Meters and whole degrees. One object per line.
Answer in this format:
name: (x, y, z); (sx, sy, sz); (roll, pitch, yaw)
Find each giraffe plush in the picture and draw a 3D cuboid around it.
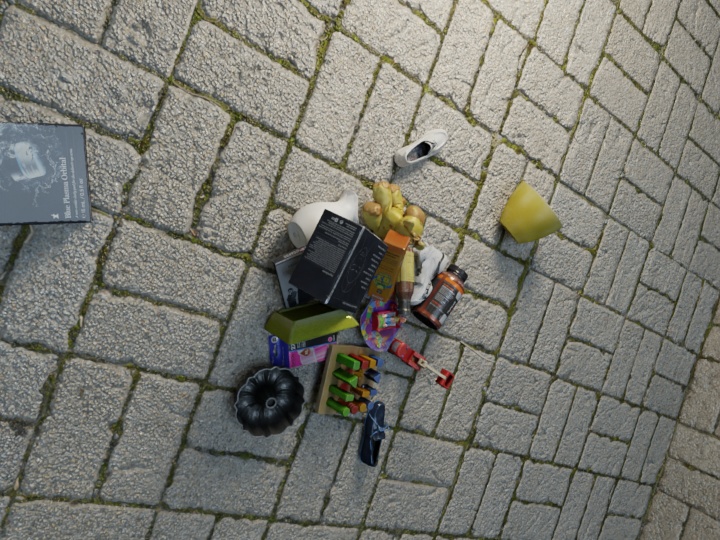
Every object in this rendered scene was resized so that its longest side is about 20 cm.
giraffe plush: (0.109, -0.136, 1.464); (0.171, 0.161, 0.203); (7, 99, -52)

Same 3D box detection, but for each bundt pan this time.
bundt pan: (-0.252, 0.342, 1.408); (0.199, 0.076, 0.206); (-7, 106, -27)

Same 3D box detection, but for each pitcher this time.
pitcher: (-0.087, -0.107, 1.412); (0.199, 0.120, 0.174); (-29, 112, -34)

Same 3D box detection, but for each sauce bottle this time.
sauce bottle: (0.129, 0.032, 1.561); (0.065, 0.066, 0.204); (6, 82, -30)

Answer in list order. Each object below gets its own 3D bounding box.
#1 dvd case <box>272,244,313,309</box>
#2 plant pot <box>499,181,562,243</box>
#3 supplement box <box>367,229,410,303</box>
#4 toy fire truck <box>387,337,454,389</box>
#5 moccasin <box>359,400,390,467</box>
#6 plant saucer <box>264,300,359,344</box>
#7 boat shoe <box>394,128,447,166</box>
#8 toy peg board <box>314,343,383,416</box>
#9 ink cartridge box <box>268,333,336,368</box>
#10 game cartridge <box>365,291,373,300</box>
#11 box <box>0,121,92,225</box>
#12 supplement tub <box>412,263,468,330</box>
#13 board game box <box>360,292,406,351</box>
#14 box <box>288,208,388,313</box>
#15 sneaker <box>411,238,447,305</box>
dvd case: (-0.146, 0.013, 1.379); (0.149, 0.025, 0.202); (-25, 143, -17)
plant pot: (0.549, -0.173, 1.737); (0.142, 0.201, 0.200); (-41, 119, 12)
supplement box: (0.077, -0.008, 1.442); (0.069, 0.066, 0.202); (-61, 169, -49)
toy fire truck: (0.183, 0.285, 1.614); (0.199, 0.140, 0.049); (38, 80, -29)
moccasin: (0.053, 0.506, 1.613); (0.080, 0.068, 0.204); (-1, 103, -43)
plant saucer: (-0.135, 0.126, 1.373); (0.197, 0.199, 0.049); (-13, 102, -27)
boat shoe: (0.192, -0.368, 1.552); (0.198, 0.068, 0.073); (-25, 110, -24)
toy peg board: (-0.009, 0.329, 1.516); (0.197, 0.097, 0.203); (11, 93, -42)
ink cartridge box: (-0.159, 0.215, 1.470); (0.197, 0.037, 0.096); (-8, 103, -26)
game cartridge: (0.000, 0.000, 1.485); (0.199, 0.038, 0.132); (29, 78, -55)
box: (-0.664, -0.195, 1.066); (0.197, 0.117, 0.200); (-6, 101, -27)
supplement tub: (0.257, 0.079, 1.642); (0.107, 0.107, 0.201); (43, 77, -28)
board game box: (0.083, 0.143, 1.564); (0.159, 0.039, 0.201); (52, 59, -32)
box: (-0.048, -0.017, 1.289); (0.199, 0.123, 0.200); (-64, 157, -2)
sneaker: (0.181, 0.001, 1.607); (0.115, 0.075, 0.201); (44, 71, -27)
